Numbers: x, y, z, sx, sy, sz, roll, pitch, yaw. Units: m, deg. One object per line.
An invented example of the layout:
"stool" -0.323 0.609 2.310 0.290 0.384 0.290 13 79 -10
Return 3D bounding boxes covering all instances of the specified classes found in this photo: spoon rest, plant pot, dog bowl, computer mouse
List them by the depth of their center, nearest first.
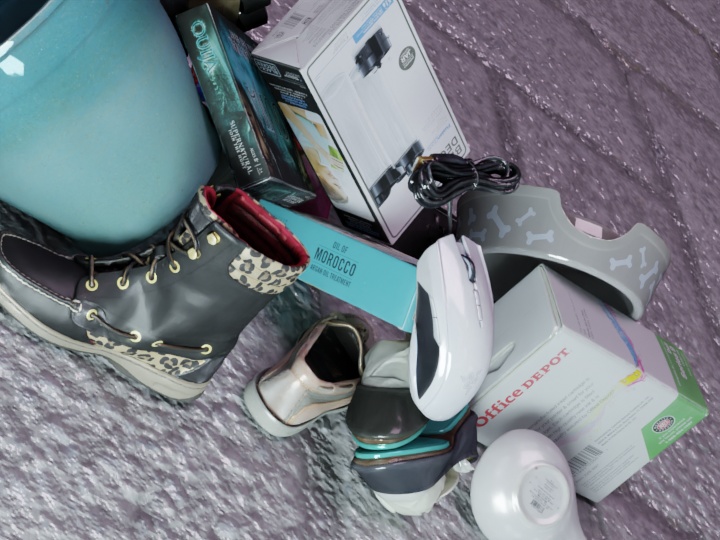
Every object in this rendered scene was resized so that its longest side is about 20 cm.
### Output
"plant pot" -0.201 -0.120 1.270 0.188 0.199 0.201 50 23 -28
"computer mouse" 0.077 0.013 1.341 0.109 0.044 0.202 2 90 -48
"spoon rest" 0.168 0.216 1.495 0.200 0.060 0.100 44 70 -16
"dog bowl" 0.174 -0.008 1.603 0.199 0.199 0.059 29 70 -33

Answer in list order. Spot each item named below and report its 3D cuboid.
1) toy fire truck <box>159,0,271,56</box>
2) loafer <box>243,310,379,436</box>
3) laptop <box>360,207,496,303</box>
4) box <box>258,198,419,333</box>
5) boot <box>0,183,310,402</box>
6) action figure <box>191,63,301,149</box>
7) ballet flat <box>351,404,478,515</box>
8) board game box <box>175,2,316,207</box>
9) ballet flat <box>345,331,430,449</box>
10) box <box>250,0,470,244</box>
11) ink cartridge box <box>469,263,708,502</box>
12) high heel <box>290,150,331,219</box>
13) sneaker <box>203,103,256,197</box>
"toy fire truck" -0.136 -0.286 1.382 0.176 0.128 0.202 122 -56 -80
"loafer" -0.022 0.072 1.408 0.072 0.063 0.200 50 27 3
"laptop" 0.041 -0.019 1.686 0.176 0.103 0.202 28 58 -33
"box" 0.000 0.000 1.439 0.082 0.050 0.199 17 6 -46
"boot" -0.146 -0.003 1.225 0.199 0.150 0.074 33 30 -27
"action figure" -0.075 -0.166 1.521 0.199 0.100 0.065 31 19 30
"ballet flat" 0.049 0.153 1.406 0.073 0.073 0.200 51 21 7
"board game box" -0.083 -0.120 1.366 0.200 0.028 0.137 7 63 -82
"ballet flat" 0.032 0.084 1.406 0.200 0.067 0.069 -32 122 -73
"box" 0.005 -0.132 1.431 0.060 0.117 0.201 21 -29 40
"ink cartridge box" 0.184 0.102 1.582 0.199 0.145 0.088 27 32 -34
"high heel" -0.080 -0.127 1.620 0.200 0.067 0.096 50 -17 40
"sneaker" -0.142 -0.124 1.477 0.198 0.076 0.115 11 50 -43
